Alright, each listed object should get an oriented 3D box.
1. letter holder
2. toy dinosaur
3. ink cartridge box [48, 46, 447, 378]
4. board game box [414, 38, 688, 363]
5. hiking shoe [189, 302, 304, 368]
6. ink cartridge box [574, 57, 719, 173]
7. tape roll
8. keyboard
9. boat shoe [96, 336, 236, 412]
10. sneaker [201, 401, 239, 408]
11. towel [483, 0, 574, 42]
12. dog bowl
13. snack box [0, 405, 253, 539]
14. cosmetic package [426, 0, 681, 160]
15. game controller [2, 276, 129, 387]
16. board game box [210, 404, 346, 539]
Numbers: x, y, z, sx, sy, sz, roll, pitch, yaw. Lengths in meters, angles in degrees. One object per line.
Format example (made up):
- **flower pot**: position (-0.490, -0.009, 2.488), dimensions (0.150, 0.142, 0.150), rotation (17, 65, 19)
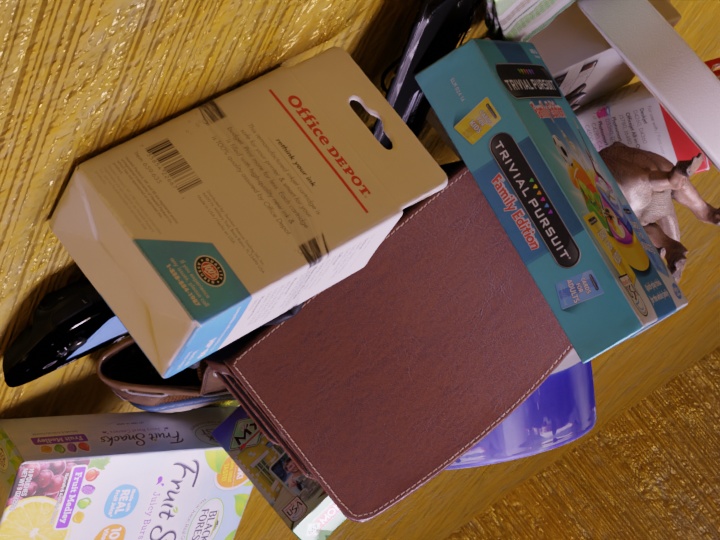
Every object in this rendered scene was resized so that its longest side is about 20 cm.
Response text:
- **letter holder**: position (0.026, 0.048, 1.434), dimensions (0.200, 0.142, 0.101), rotation (-40, -173, -9)
- **toy dinosaur**: position (0.178, -0.063, 1.569), dimensions (0.086, 0.135, 0.200), rotation (-57, 152, 4)
- **ink cartridge box**: position (-0.061, -0.037, 1.288), dimensions (0.200, 0.116, 0.067), rotation (-29, 164, -36)
- **board game box**: position (0.122, -0.047, 1.405), dimensions (0.047, 0.201, 0.151), rotation (-32, 175, 18)
- **hiking shoe**: position (-0.062, -0.015, 1.378), dimensions (0.200, 0.101, 0.076), rotation (-37, 168, -32)
- **ink cartridge box**: position (0.198, -0.098, 1.680), dimensions (0.199, 0.068, 0.116), rotation (-16, -171, 16)
- **tape roll**: position (0.221, -0.114, 1.504), dimensions (0.037, 0.203, 0.203), rotation (-40, 167, 8)
- **keyboard**: position (0.022, -0.114, 1.413), dimensions (0.104, 0.040, 0.200), rotation (-44, 163, -46)
- **boat shoe**: position (-0.087, 0.055, 1.516), dimensions (0.199, 0.073, 0.072), rotation (-20, 165, 24)
- **sneaker**: position (-0.051, 0.045, 1.652), dimensions (0.200, 0.075, 0.085), rotation (-36, 166, -13)
- **towel**: position (0.133, -0.204, 1.406), dimensions (0.149, 0.031, 0.200), rotation (-42, 173, 1)
- **dog bowl**: position (0.081, 0.091, 1.750), dimensions (0.199, 0.079, 0.200), rotation (-9, -172, 1)
- **snack box**: position (-0.177, 0.169, 1.579), dimensions (0.199, 0.053, 0.143), rotation (-1, 125, -37)
- **cosmetic package**: position (0.140, -0.146, 1.614), dimensions (0.200, 0.051, 0.083), rotation (-27, 163, -42)
- **game controller**: position (-0.138, 0.019, 1.432), dimensions (0.200, 0.042, 0.104), rotation (-26, 162, -43)
- **board game box**: position (0.004, 0.079, 1.518), dimensions (0.200, 0.135, 0.029), rotation (-44, 128, -3)
